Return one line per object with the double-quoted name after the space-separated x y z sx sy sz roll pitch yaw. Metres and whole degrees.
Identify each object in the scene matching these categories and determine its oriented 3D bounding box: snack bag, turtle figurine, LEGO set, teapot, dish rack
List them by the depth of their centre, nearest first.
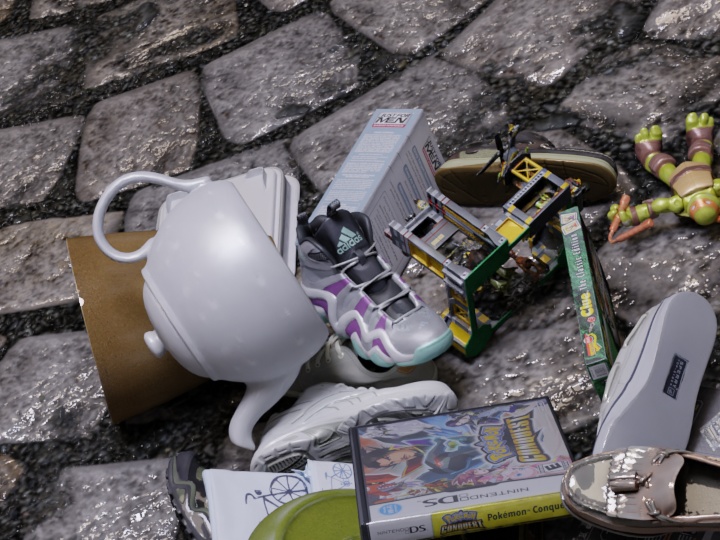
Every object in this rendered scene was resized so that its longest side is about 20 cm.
-0.033 0.227 1.483 0.198 0.022 0.189 5 37 -14 "snack bag"
-0.133 0.024 1.602 0.145 0.198 0.200 -33 48 -2 "teapot"
0.110 -0.032 1.668 0.116 0.154 0.200 36 75 30 "LEGO set"
0.323 -0.088 1.682 0.199 0.065 0.162 -27 30 14 "turtle figurine"
-0.152 -0.036 1.909 0.170 0.044 0.201 -15 41 13 "dish rack"

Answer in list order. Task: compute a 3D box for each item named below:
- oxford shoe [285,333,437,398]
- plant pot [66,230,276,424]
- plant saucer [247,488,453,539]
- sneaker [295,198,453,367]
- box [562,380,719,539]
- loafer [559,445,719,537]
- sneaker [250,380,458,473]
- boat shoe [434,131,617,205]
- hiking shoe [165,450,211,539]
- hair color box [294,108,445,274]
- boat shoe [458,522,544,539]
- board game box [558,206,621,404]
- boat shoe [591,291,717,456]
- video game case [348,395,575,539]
-0.019 0.084 1.688 0.199 0.058 0.075 3 48 33 "oxford shoe"
-0.172 0.034 1.752 0.198 0.187 0.187 -15 38 -7 "plant pot"
0.004 0.242 1.434 0.198 0.031 0.201 10 37 -8 "plant saucer"
0.000 0.000 1.617 0.077 0.141 0.199 -32 34 -29 "sneaker"
0.268 0.179 1.424 0.157 0.049 0.201 7 50 34 "box"
0.249 0.163 1.330 0.198 0.063 0.072 6 67 9 "loafer"
-0.009 0.130 1.617 0.198 0.078 0.100 -17 36 10 "sneaker"
0.169 -0.108 1.784 0.199 0.073 0.065 2 51 31 "boat shoe"
-0.102 0.226 1.573 0.100 0.076 0.200 -25 47 -12 "hiking shoe"
0.017 -0.061 1.796 0.060 0.099 0.201 4 47 33 "hair color box"
0.115 0.207 1.462 0.071 0.068 0.201 -23 38 4 "boat shoe"
0.209 0.046 1.563 0.023 0.105 0.201 -15 39 11 "board game box"
0.225 0.108 1.438 0.066 0.072 0.201 -27 38 61 "boat shoe"
0.083 0.162 1.467 0.179 0.026 0.200 -9 18 0 "video game case"
